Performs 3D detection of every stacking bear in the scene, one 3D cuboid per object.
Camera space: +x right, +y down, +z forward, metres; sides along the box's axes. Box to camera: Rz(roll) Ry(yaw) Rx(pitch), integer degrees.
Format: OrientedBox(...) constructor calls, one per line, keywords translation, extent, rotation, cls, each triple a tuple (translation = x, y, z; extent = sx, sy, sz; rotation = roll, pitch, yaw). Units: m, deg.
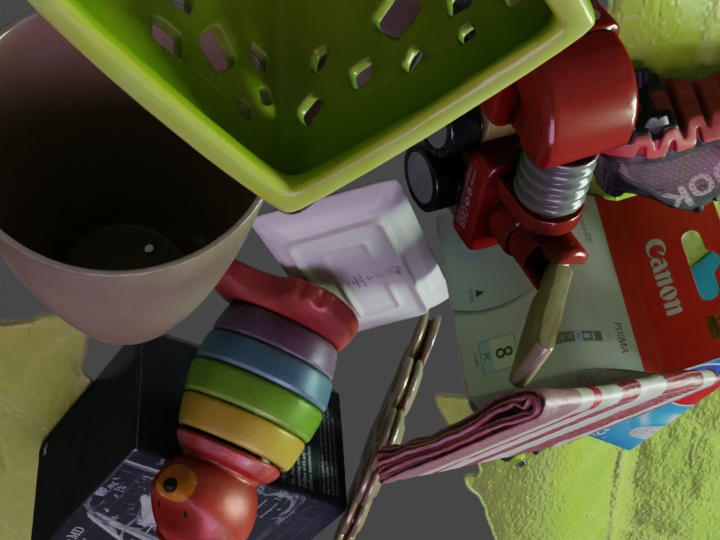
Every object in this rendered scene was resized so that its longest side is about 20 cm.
OrientedBox(translation=(-0.087, 0.109, 0.923), extent=(0.120, 0.202, 0.114), rotation=(16, 164, 30), cls="stacking bear")

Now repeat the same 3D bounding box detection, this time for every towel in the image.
OrientedBox(translation=(0.121, 0.094, 0.809), extent=(0.199, 0.023, 0.143), rotation=(-2, 160, -46), cls="towel")

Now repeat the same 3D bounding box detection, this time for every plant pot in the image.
OrientedBox(translation=(-0.026, -0.184, 0.623), extent=(0.199, 0.183, 0.199), rotation=(-28, 135, 24), cls="plant pot")
OrientedBox(translation=(-0.151, -0.035, 0.800), extent=(0.185, 0.189, 0.201), rotation=(1, 152, -9), cls="plant pot")

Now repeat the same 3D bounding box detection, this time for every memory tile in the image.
OrientedBox(translation=(0.018, 0.138, 1.032), extent=(0.017, 0.154, 0.201), rotation=(20, 138, 0), cls="memory tile")

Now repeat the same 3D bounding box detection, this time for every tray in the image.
OrientedBox(translation=(0.000, 0.000, 0.929), extent=(0.106, 0.022, 0.200), rotation=(-16, 153, 8), cls="tray")

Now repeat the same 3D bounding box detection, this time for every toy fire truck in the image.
OrientedBox(translation=(0.105, -0.050, 0.759), extent=(0.127, 0.201, 0.177), rotation=(-16, 144, -22), cls="toy fire truck")

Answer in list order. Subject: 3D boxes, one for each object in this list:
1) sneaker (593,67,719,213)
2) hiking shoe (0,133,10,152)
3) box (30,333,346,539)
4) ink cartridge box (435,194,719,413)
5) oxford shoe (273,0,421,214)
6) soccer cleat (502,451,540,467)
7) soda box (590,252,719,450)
OrientedBox(translation=(0.244, -0.089, 0.858), extent=(0.198, 0.071, 0.098), rotation=(-5, 140, 1), cls="sneaker")
OrientedBox(translation=(-0.316, -0.096, 0.766), extent=(0.199, 0.075, 0.087), rotation=(24, 130, -31), cls="hiking shoe")
OrientedBox(translation=(-0.146, 0.172, 1.069), extent=(0.195, 0.125, 0.200), rotation=(22, 132, -27), cls="box")
OrientedBox(translation=(0.160, 0.006, 0.887), extent=(0.198, 0.161, 0.047), rotation=(-18, 140, 12), cls="ink cartridge box")
OrientedBox(translation=(-0.004, -0.109, 0.790), extent=(0.072, 0.085, 0.201), rotation=(14, 134, -21), cls="oxford shoe")
OrientedBox(translation=(0.140, 0.112, 1.086), extent=(0.067, 0.081, 0.200), rotation=(-32, 163, -13), cls="soccer cleat")
OrientedBox(translation=(0.260, 0.064, 1.040), extent=(0.064, 0.068, 0.200), rotation=(21, 132, -28), cls="soda box")
